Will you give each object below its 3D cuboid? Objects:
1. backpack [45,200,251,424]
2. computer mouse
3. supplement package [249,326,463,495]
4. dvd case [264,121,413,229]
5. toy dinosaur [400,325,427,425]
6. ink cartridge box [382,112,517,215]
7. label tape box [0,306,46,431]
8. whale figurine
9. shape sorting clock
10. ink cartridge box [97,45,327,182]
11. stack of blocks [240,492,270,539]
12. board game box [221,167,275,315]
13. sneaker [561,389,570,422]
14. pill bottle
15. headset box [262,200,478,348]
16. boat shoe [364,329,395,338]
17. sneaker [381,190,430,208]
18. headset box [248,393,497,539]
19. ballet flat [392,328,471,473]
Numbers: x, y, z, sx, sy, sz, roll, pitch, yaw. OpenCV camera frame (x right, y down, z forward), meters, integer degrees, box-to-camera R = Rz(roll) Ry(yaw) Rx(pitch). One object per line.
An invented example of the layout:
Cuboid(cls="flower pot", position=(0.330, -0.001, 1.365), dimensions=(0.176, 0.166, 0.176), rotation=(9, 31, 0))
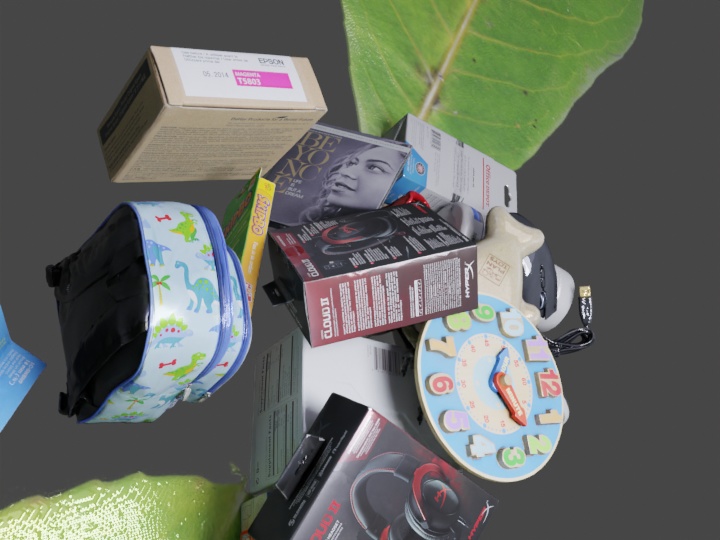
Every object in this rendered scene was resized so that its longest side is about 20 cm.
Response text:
Cuboid(cls="backpack", position=(-0.187, 0.034, 0.787), dimensions=(0.147, 0.200, 0.183), rotation=(2, 64, -36))
Cuboid(cls="computer mouse", position=(0.244, 0.018, 1.083), dimensions=(0.140, 0.046, 0.201), rotation=(-8, 85, -28))
Cuboid(cls="supplement package", position=(-0.004, 0.164, 0.914), dimensions=(0.200, 0.111, 0.156), rotation=(17, 57, -30))
Cuboid(cls="dvd case", position=(-0.037, -0.112, 1.054), dimensions=(0.148, 0.016, 0.200), rotation=(16, 48, 14))
Cuboid(cls="toy dinosaur", position=(0.078, 0.109, 0.903), dimensions=(0.200, 0.047, 0.088), rotation=(55, 35, 2))
Cuboid(cls="ink cartridge box", position=(0.125, -0.122, 1.201), dimensions=(0.200, 0.068, 0.116), rotation=(24, 54, -25))
Cuboid(cls="label tape box", position=(-0.379, 0.069, 0.715), dimensions=(0.200, 0.063, 0.144), rotation=(36, 50, -15))
Cuboid(cls="whale figurine", position=(0.140, 0.023, 1.017), dimensions=(0.159, 0.104, 0.200), rotation=(30, 69, 2))
Cuboid(cls="shape sorting clock", position=(0.139, 0.117, 0.883), dimensions=(0.200, 0.039, 0.201), rotation=(17, 61, -34))
Cuboid(cls="ink cartridge box", position=(-0.165, -0.167, 0.941), dimensions=(0.200, 0.165, 0.075), rotation=(-6, 70, -40))
Cuboid(cls="stack of blocks", position=(-0.021, 0.296, 0.863), dimensions=(0.200, 0.059, 0.115), rotation=(15, 58, -31))
Cuboid(cls="board game box", position=(-0.135, -0.011, 0.923), dimensions=(0.030, 0.096, 0.200), rotation=(21, 55, -25))
Cuboid(cls="sneaker", position=(0.175, 0.154, 1.074), dimensions=(0.200, 0.084, 0.121), rotation=(44, 46, -5))
Cuboid(cls="pill bottle", position=(0.183, 0.001, 1.145), dimensions=(0.200, 0.114, 0.114), rotation=(28, 52, -21))
Cuboid(cls="headset box", position=(0.000, 0.000, 0.875), dimensions=(0.199, 0.149, 0.075), rotation=(-13, 115, -16))
Cuboid(cls="boat shoe", position=(0.013, 0.034, 1.009), dimensions=(0.075, 0.075, 0.202), rotation=(28, 39, 28))
Cuboid(cls="sneaker", position=(0.012, -0.048, 1.041), dimensions=(0.078, 0.115, 0.200), rotation=(52, 47, -1))
Cuboid(cls="headset box", position=(0.008, 0.219, 0.775), dimensions=(0.200, 0.075, 0.149), rotation=(40, 74, -25))
Cuboid(cls="ballet flat", position=(0.101, 0.148, 1.033), dimensions=(0.046, 0.067, 0.200), rotation=(-23, 74, -16))
